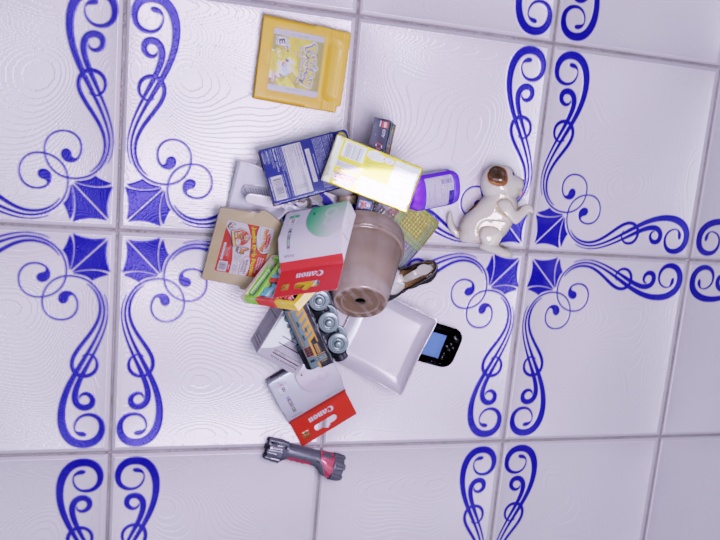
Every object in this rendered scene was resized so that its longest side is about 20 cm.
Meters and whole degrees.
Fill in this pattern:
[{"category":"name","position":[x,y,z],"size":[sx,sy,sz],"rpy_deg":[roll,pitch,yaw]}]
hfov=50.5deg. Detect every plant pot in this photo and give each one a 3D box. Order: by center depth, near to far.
[{"category":"plant pot","position":[0.000,0.000,1.665],"size":[0.197,0.175,0.201],"rpy_deg":[1,144,1]}]

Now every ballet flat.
[{"category":"ballet flat","position":[0.099,0.017,1.782],"size":[0.198,0.068,0.069],"rpy_deg":[-23,78,-26]}]

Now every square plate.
[{"category":"square plate","position":[0.054,0.160,1.807],"size":[0.196,0.028,0.202],"rpy_deg":[27,93,8]}]

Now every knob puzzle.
[{"category":"knob puzzle","position":[-0.238,-0.049,1.702],"size":[0.216,0.031,0.222],"rpy_deg":[-8,120,-13]}]

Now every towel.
[{"category":"towel","position":[0.082,-0.084,1.805],"size":[0.143,0.023,0.201],"rpy_deg":[40,89,-20]}]

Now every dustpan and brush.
[{"category":"dustpan and brush","position":[-0.185,-0.150,1.673],"size":[0.197,0.057,0.141],"rpy_deg":[11,117,-19]}]

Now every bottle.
[{"category":"bottle","position":[0.138,-0.180,1.755],"size":[0.198,0.065,0.085],"rpy_deg":[-14,111,-30]}]

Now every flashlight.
[{"category":"flashlight","position":[-0.136,0.452,1.829],"size":[0.197,0.068,0.069],"rpy_deg":[16,73,-15]}]

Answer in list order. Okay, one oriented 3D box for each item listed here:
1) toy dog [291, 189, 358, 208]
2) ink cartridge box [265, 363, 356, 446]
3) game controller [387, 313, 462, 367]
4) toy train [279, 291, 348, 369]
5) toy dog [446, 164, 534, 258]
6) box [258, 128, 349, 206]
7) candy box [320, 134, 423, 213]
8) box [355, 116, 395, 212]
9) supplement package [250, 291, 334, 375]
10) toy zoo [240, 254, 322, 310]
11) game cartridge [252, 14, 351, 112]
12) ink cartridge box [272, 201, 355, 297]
[{"category":"toy dog","position":[-0.075,-0.195,1.697],"size":[0.197,0.096,0.134],"rpy_deg":[-17,105,-13]},{"category":"ink cartridge box","position":[-0.111,0.305,1.813],"size":[0.161,0.057,0.202],"rpy_deg":[-29,103,-9]},{"category":"game controller","position":[0.151,0.171,1.866],"size":[0.198,0.042,0.106],"rpy_deg":[17,96,-18]},{"category":"toy train","position":[-0.100,0.117,1.643],"size":[0.113,0.085,0.202],"rpy_deg":[-23,105,0]},{"category":"toy dog","position":[0.319,-0.151,1.818],"size":[0.192,0.139,0.203],"rpy_deg":[20,98,18]},{"category":"box","position":[-0.108,-0.221,1.636],"size":[0.197,0.032,0.123],"rpy_deg":[-16,90,-11]},{"category":"candy box","position":[0.025,-0.204,1.619],"size":[0.198,0.026,0.103],"rpy_deg":[21,98,-6]},{"category":"box","position":[0.035,-0.233,1.700],"size":[0.037,0.137,0.203],"rpy_deg":[13,97,6]},{"category":"supplement package","position":[-0.147,0.113,1.728],"size":[0.109,0.114,0.201],"rpy_deg":[31,92,-19]},{"category":"toy zoo","position":[-0.150,0.024,1.613],"size":[0.132,0.198,0.021],"rpy_deg":[-56,132,-29]},{"category":"game cartridge","position":[-0.127,-0.448,1.665],"size":[0.197,0.032,0.179],"rpy_deg":[6,99,-16]},{"category":"ink cartridge box","position":[-0.103,-0.045,1.583],"size":[0.159,0.202,0.050],"rpy_deg":[-8,137,27]}]
